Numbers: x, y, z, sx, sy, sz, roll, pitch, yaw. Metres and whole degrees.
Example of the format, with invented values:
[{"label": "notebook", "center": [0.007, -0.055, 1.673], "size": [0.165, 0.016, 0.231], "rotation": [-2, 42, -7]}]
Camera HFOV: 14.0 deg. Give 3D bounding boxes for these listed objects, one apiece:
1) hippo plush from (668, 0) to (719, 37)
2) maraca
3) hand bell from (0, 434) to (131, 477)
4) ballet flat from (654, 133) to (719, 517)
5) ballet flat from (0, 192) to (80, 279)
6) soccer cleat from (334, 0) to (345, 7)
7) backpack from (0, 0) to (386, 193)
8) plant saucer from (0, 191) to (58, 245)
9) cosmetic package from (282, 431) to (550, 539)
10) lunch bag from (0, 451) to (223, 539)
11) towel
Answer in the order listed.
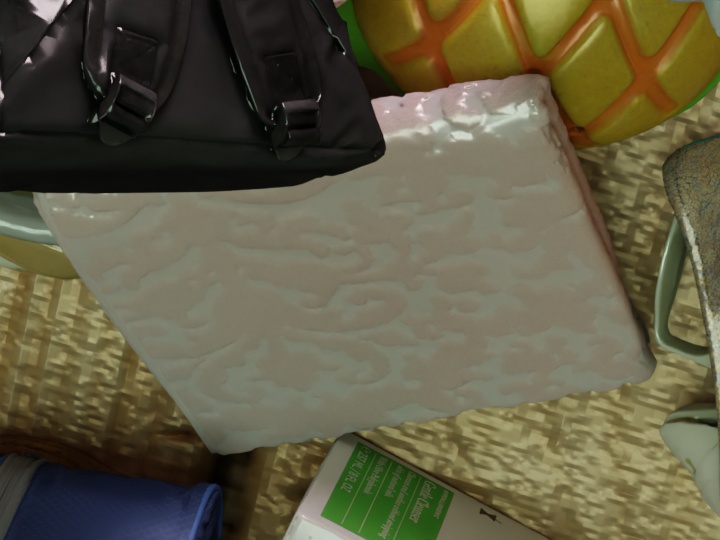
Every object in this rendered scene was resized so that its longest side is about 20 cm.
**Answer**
[{"label": "hippo plush", "center": [0.124, -0.180, 1.002], "size": [0.161, 0.200, 0.160], "rotation": [-44, 68, 14]}, {"label": "maraca", "center": [0.047, -0.108, 1.099], "size": [0.199, 0.107, 0.138], "rotation": [10, 128, 0]}, {"label": "hand bell", "center": [-0.194, 0.074, 1.237], "size": [0.199, 0.104, 0.105], "rotation": [12, 110, -7]}, {"label": "ballet flat", "center": [0.151, 0.041, 1.161], "size": [0.067, 0.068, 0.201], "rotation": [-1, 100, 26]}, {"label": "ballet flat", "center": [-0.158, -0.038, 1.202], "size": [0.199, 0.069, 0.063], "rotation": [26, 138, 5]}, {"label": "soccer cleat", "center": [-0.095, -0.102, 1.080], "size": [0.199, 0.067, 0.077], "rotation": [-20, 80, 25]}, {"label": "backpack", "center": [-0.089, -0.125, 0.957], "size": [0.153, 0.162, 0.201], "rotation": [-11, 82, 55]}, {"label": "plant saucer", "center": [-0.110, -0.112, 1.150], "size": [0.199, 0.050, 0.201], "rotation": [-1, 99, -7]}, {"label": "cosmetic package", "center": [0.054, 0.160, 1.188], "size": [0.199, 0.108, 0.085], "rotation": [27, 108, 1]}, {"label": "lunch bag", "center": [-0.134, 0.172, 1.199], "size": [0.132, 0.136, 0.201], "rotation": [11, 133, 7]}, {"label": "towel", "center": [0.000, 0.000, 1.134], "size": [0.199, 0.032, 0.191], "rotation": [-10, 144, 15]}]
